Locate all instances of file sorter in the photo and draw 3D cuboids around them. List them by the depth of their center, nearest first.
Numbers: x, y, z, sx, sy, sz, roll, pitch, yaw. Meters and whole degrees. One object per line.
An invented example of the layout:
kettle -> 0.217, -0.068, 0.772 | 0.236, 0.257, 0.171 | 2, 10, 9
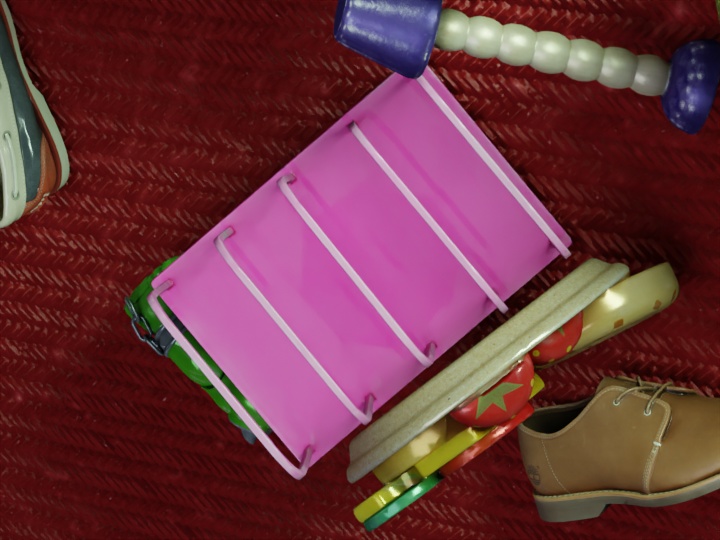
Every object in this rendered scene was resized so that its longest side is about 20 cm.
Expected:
file sorter -> 0.000, 0.000, 1.439 | 0.200, 0.125, 0.139 | -40, 93, 4

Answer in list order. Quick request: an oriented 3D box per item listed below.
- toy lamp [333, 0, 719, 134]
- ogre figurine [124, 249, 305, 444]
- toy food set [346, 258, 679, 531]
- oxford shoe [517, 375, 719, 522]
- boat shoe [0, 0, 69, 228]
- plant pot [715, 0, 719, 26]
toy lamp -> 0.085, -0.115, 1.372 | 0.199, 0.058, 0.058 | 13, 127, -8
ogre figurine -> -0.037, 0.020, 1.555 | 0.199, 0.098, 0.120 | -29, 88, 7
toy food set -> 0.074, 0.062, 1.444 | 0.198, 0.200, 0.049 | -39, 87, 36
oxford shoe -> 0.168, 0.090, 1.489 | 0.199, 0.071, 0.072 | -16, 103, 37
boat shoe -> -0.246, -0.123, 1.612 | 0.071, 0.063, 0.201 | -15, 107, 37
plant pot -> 0.254, -0.099, 1.275 | 0.186, 0.187, 0.201 | 17, 136, 21
